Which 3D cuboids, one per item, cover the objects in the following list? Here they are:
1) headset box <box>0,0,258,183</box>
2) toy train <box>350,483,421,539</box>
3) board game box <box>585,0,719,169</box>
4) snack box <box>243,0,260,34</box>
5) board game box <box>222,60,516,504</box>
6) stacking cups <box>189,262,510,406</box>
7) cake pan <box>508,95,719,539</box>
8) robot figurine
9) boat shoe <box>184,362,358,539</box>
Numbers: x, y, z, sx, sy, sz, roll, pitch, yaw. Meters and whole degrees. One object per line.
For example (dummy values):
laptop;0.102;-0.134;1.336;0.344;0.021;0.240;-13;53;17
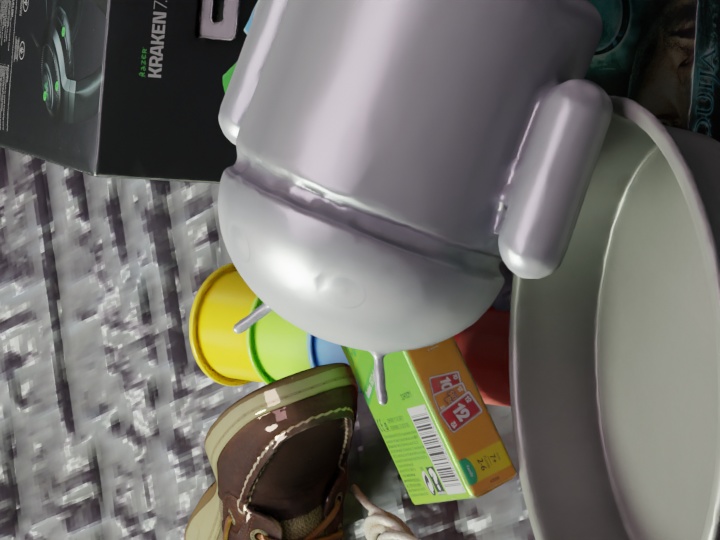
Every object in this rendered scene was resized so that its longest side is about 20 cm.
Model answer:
headset box;-0.104;-0.135;1.254;0.200;0.092;0.175;-164;78;-66
toy train;0.028;0.183;1.116;0.200;0.084;0.116;32;93;49
board game box;0.070;-0.107;1.071;0.199;0.028;0.136;3;89;48
snack box;0.032;-0.147;1.066;0.116;0.037;0.201;50;123;39
board game box;0.000;0.000;1.079;0.201;0.030;0.096;63;165;0
stacking cups;0.007;0.037;1.192;0.199;0.060;0.061;10;94;46
cake pan;0.105;0.037;0.958;0.200;0.036;0.202;179;90;-73
robot figurine;0.017;-0.056;0.970;0.169;0.113;0.201;27;98;40
boat shoe;-0.032;0.109;1.187;0.072;0.072;0.200;63;154;21
